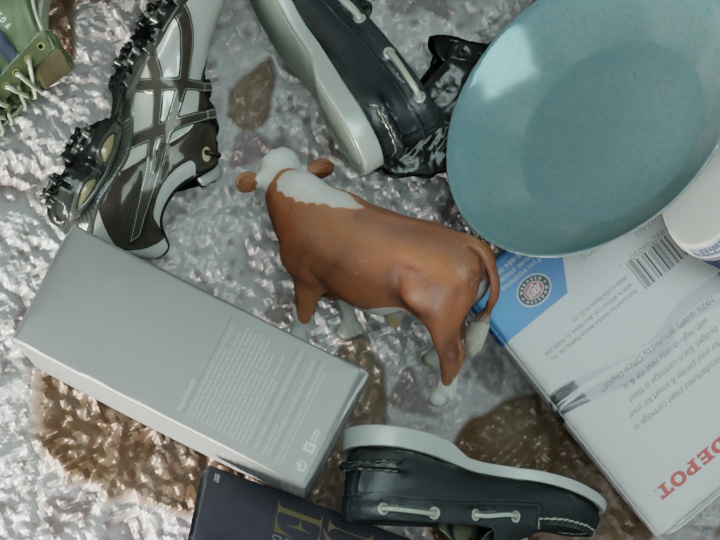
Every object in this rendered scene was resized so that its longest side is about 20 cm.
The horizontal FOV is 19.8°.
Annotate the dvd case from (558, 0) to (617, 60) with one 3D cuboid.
[{"bbox_3d":[0.230,-0.167,1.343,0.199,0.022,0.147,-30,90,-31],"label":"dvd case"}]

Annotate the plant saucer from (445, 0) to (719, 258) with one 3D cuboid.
[{"bbox_3d":[0.144,-0.090,1.238,0.039,0.200,0.202,40,76,-45],"label":"plant saucer"}]

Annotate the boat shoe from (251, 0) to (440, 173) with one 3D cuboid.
[{"bbox_3d":[-0.019,-0.150,1.289,0.060,0.076,0.201,-26,69,-10],"label":"boat shoe"}]

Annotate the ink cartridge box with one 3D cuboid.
[{"bbox_3d":[0.177,0.043,1.303,0.146,0.086,0.200,-39,91,-1],"label":"ink cartridge box"}]

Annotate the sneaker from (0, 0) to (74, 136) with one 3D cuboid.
[{"bbox_3d":[-0.224,-0.128,1.283,0.089,0.067,0.202,10,79,-1],"label":"sneaker"}]

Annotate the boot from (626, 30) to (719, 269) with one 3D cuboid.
[{"bbox_3d":[0.220,-0.084,1.268,0.090,0.072,0.202,30,49,-44],"label":"boot"}]

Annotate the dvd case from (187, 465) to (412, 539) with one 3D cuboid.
[{"bbox_3d":[-0.010,0.203,1.194,0.198,0.016,0.149,22,41,-11],"label":"dvd case"}]

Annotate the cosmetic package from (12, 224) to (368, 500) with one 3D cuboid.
[{"bbox_3d":[-0.103,0.059,1.250,0.199,0.107,0.091,30,80,2],"label":"cosmetic package"}]

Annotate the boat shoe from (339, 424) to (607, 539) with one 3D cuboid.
[{"bbox_3d":[0.068,0.146,1.266,0.199,0.075,0.061,17,71,-29],"label":"boat shoe"}]

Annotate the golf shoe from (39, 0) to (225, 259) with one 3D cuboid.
[{"bbox_3d":[-0.119,-0.102,1.300,0.094,0.078,0.201,29,87,-14],"label":"golf shoe"}]

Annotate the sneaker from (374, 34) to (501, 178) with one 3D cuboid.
[{"bbox_3d":[0.088,-0.127,1.332,0.104,0.060,0.201,36,83,-7],"label":"sneaker"}]

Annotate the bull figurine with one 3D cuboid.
[{"bbox_3d":[0.000,0.000,1.273,0.065,0.199,0.122,-29,128,-42],"label":"bull figurine"}]
